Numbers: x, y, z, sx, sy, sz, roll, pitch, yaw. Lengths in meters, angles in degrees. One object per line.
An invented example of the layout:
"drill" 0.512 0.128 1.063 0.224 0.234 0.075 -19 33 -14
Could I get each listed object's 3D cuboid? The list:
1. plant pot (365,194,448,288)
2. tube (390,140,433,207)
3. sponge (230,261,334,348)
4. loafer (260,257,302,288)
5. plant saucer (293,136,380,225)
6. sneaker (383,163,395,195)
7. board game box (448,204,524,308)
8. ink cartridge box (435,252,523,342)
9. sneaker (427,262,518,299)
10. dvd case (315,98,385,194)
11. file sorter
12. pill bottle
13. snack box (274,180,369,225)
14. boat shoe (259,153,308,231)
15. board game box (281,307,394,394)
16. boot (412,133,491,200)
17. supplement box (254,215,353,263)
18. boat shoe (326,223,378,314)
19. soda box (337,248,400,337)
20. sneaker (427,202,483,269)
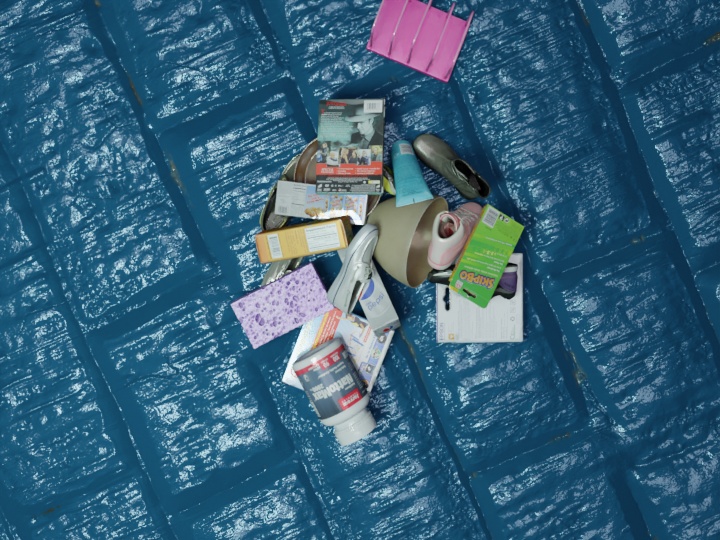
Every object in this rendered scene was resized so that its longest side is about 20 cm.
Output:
"plant pot" 0.088 -0.080 1.550 0.133 0.200 0.203 21 91 24
"tube" 0.101 -0.204 1.533 0.076 0.201 0.051 -17 130 8
"sponge" -0.166 0.075 1.554 0.198 0.030 0.113 -26 98 2
"loafer" -0.168 0.009 1.590 0.069 0.070 0.203 19 91 18
"plant saucer" -0.045 -0.195 1.553 0.197 0.034 0.204 1 95 12
"sneaker" 0.004 -0.226 1.595 0.199 0.075 0.077 39 100 8
"board game box" 0.261 -0.028 1.510 0.095 0.030 0.202 30 75 -9
"ink cartridge box" 0.264 0.060 1.613 0.197 0.043 0.200 0 93 -1
"sneaker" 0.244 0.033 1.557 0.197 0.076 0.089 -2 99 -2
"dvd case" -0.021 -0.259 1.510 0.144 0.022 0.203 0 85 8
"file sorter" 0.130 -0.522 1.555 0.198 0.125 0.141 22 91 -1
"pill bottle" -0.049 0.257 1.521 0.119 0.120 0.202 -29 92 0
"snack box" -0.082 -0.144 1.534 0.197 0.024 0.073 8 95 9
"boat shoe" -0.162 -0.167 1.592 0.071 0.060 0.204 27 91 0
"board game box" -0.050 0.187 1.606 0.194 0.056 0.202 22 91 -1
"boot" 0.201 -0.232 1.561 0.200 0.131 0.068 42 90 -2
"supplement box" -0.117 -0.066 1.512 0.197 0.067 0.070 -7 101 14
"boat shoe" 0.000 0.000 1.494 0.067 0.073 0.202 38 121 22
"soda box" 0.019 0.038 1.565 0.063 0.068 0.202 -24 71 1
"sneaker" 0.211 -0.100 1.540 0.075 0.105 0.201 27 56 22
